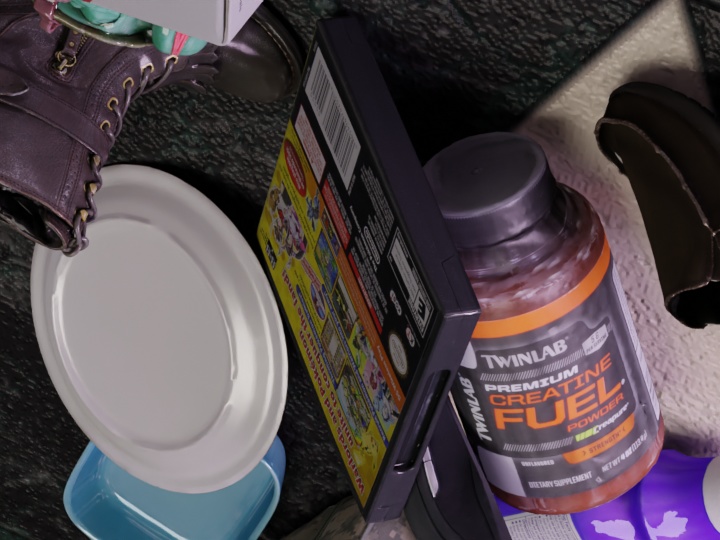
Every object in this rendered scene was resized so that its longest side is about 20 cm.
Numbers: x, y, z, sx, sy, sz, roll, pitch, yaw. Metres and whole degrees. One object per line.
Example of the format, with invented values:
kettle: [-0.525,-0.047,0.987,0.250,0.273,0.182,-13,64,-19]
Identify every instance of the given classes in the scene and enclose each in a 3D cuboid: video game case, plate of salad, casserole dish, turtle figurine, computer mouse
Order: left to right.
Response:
turtle figurine: [-0.133,-0.162,1.381,0.200,0.150,0.101,28,114,4]
plate of salad: [-0.114,0.033,1.641,0.200,0.048,0.200,14,113,35]
casserole dish: [-0.113,0.131,1.761,0.121,0.039,0.200,33,139,0]
video game case: [0.000,0.000,1.468,0.025,0.200,0.181,-7,144,-21]
computer mouse: [0.034,0.102,1.534,0.140,0.046,0.200,85,163,-73]

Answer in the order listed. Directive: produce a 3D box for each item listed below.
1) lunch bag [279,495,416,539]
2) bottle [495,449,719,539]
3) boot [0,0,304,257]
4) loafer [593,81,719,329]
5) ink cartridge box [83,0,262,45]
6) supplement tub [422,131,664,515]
lunch bag: [0.011,0.245,1.723,0.200,0.139,0.168,46,143,-18]
bottle: [0.140,0.142,1.590,0.200,0.065,0.084,-17,120,42]
boot: [-0.134,-0.080,1.441,0.200,0.174,0.069,22,145,-16]
loafer: [0.171,-0.012,1.358,0.200,0.071,0.073,51,169,29]
ink cartridge box: [-0.081,-0.207,1.283,0.146,0.200,0.083,18,135,16]
supplement tub: [0.088,0.026,1.477,0.107,0.107,0.200,2,131,31]
